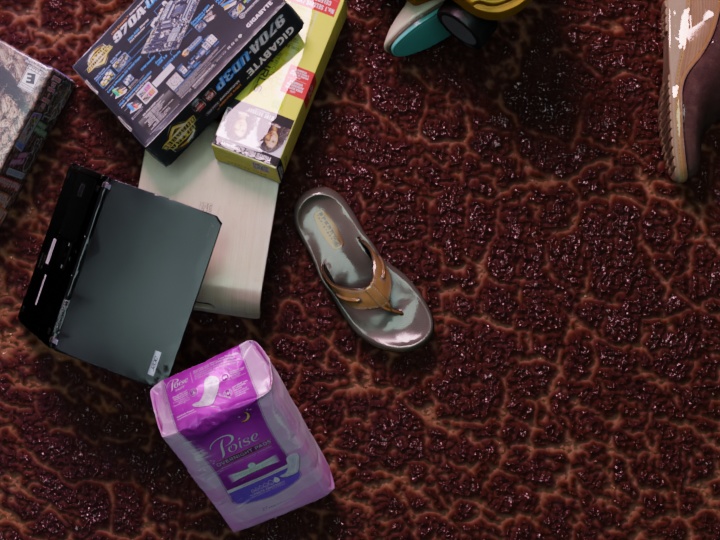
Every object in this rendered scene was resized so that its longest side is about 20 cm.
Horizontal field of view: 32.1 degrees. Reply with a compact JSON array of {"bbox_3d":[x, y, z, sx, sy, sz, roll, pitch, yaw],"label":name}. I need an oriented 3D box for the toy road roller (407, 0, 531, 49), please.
[{"bbox_3d":[0.087,-0.321,1.183,0.200,0.146,0.123,39,85,9],"label":"toy road roller"}]

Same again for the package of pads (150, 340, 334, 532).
[{"bbox_3d":[-0.112,0.169,1.232,0.120,0.201,0.076,-25,46,-1],"label":"package of pads"}]

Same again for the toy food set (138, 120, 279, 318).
[{"bbox_3d":[-0.158,-0.059,1.296,0.142,0.060,0.202,9,82,1],"label":"toy food set"}]

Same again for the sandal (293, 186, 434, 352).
[{"bbox_3d":[0.000,0.000,1.289,0.081,0.055,0.201,-32,90,1],"label":"sandal"}]

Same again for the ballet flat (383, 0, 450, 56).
[{"bbox_3d":[0.105,-0.289,1.288,0.199,0.069,0.070,-26,90,-1],"label":"ballet flat"}]

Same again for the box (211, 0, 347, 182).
[{"bbox_3d":[-0.079,-0.196,1.267,0.075,0.050,0.201,21,76,5],"label":"box"}]

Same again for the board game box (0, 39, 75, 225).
[{"bbox_3d":[-0.414,-0.148,1.272,0.159,0.097,0.201,28,90,1],"label":"board game box"}]

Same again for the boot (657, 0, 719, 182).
[{"bbox_3d":[0.391,-0.189,1.273,0.165,0.072,0.202,1,87,3],"label":"boot"}]

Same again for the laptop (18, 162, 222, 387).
[{"bbox_3d":[-0.247,0.001,1.258,0.103,0.200,0.178,19,90,-31],"label":"laptop"}]

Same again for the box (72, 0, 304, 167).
[{"bbox_3d":[-0.175,-0.225,1.255,0.200,0.046,0.159,-46,56,1],"label":"box"}]
